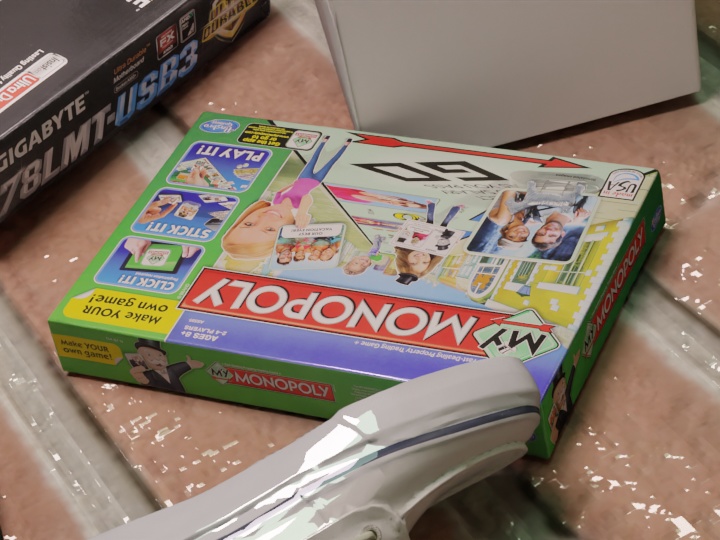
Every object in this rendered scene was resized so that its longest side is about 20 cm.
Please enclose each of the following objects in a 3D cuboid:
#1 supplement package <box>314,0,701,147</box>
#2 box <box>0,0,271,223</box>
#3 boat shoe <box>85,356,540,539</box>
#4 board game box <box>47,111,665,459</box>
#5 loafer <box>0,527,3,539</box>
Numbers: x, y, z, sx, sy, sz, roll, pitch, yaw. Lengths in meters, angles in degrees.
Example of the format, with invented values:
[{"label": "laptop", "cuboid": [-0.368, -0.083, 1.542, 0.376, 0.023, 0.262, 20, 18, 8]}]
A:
[{"label": "supplement package", "cuboid": [0.039, -0.185, 0.925, 0.146, 0.192, 0.200, -14, 39, -2]}, {"label": "box", "cuboid": [-0.175, -0.118, 0.985, 0.198, 0.050, 0.200, 24, 47, 27]}, {"label": "boat shoe", "cuboid": [-0.021, 0.096, 0.706, 0.199, 0.074, 0.067, -25, 74, -15]}, {"label": "board game box", "cuboid": [0.000, 0.000, 0.839, 0.199, 0.029, 0.135, 8, 42, 24]}, {"label": "loafer", "cuboid": [-0.151, 0.112, 0.712, 0.063, 0.072, 0.200, -24, 42, 5]}]
